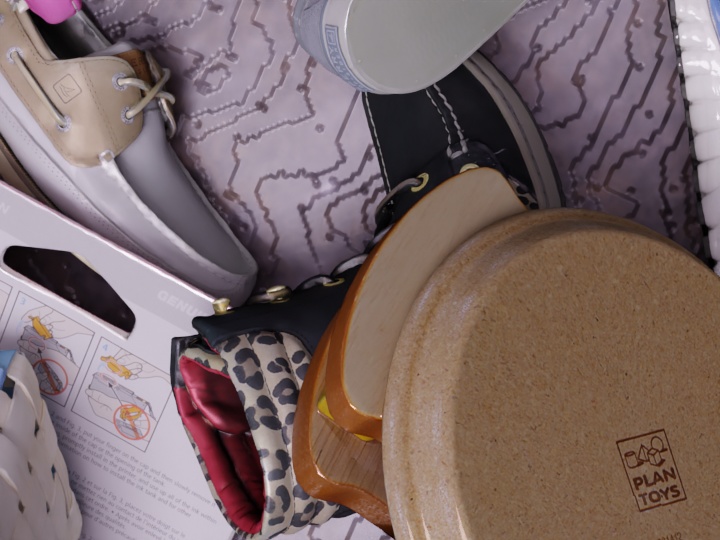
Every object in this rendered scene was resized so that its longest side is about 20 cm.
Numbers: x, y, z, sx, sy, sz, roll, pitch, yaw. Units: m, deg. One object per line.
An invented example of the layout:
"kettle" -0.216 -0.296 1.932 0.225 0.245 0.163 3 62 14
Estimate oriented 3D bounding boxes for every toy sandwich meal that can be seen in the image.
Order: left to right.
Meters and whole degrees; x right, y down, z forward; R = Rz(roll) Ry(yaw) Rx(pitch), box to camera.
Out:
"toy sandwich meal" 0.069 0.070 0.636 0.206 0.205 0.070 57 142 -2

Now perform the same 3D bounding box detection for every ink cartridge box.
"ink cartridge box" -0.131 0.048 0.792 0.199 0.045 0.177 29 116 3

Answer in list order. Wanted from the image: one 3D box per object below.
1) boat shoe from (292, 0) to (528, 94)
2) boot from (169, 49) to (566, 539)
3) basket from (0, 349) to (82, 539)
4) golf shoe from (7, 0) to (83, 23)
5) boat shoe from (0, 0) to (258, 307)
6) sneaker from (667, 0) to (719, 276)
"boat shoe" 0.056 -0.141 0.746 0.200 0.071 0.070 -37 120 -16
"boot" 0.001 0.000 0.714 0.152 0.074 0.205 -9 61 -26
"basket" -0.212 0.104 0.723 0.198 0.177 0.140 -12 122 7
"golf shoe" -0.143 -0.185 0.751 0.091 0.075 0.201 -32 68 -3
"boat shoe" -0.110 -0.062 0.783 0.200 0.075 0.068 43 106 2
"sneaker" 0.172 -0.037 0.747 0.088 0.079 0.202 -8 95 11
